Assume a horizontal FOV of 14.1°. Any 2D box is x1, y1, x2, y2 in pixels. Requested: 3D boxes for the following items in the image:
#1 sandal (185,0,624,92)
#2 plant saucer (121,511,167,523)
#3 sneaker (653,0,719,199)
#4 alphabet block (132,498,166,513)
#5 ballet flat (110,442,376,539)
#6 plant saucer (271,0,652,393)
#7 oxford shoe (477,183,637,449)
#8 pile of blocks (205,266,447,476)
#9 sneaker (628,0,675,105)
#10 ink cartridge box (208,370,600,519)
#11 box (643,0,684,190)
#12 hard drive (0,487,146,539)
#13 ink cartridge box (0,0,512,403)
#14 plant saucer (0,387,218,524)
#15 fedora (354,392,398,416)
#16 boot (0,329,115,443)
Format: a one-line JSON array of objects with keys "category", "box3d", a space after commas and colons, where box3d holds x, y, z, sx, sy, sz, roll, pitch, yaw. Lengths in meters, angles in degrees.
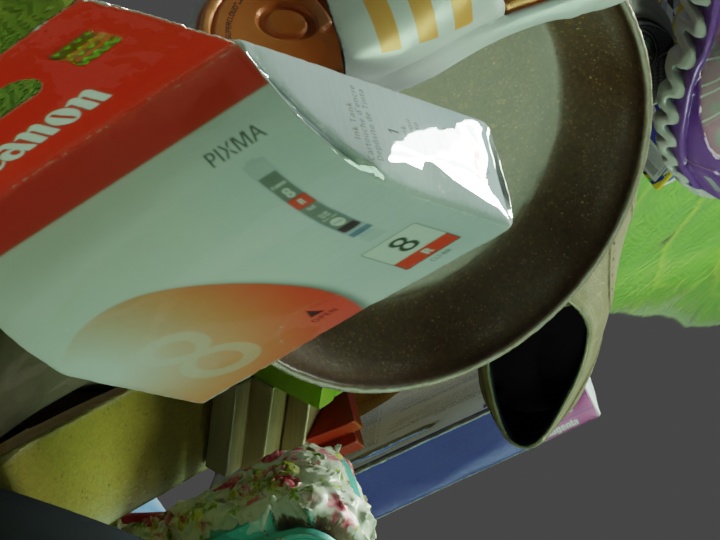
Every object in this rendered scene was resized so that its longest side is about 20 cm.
[{"category": "sandal", "box3d": [0.029, -0.118, 1.030, 0.206, 0.079, 0.059, -22, 141, -26]}, {"category": "plant saucer", "box3d": [-0.067, 0.158, 1.412, 0.199, 0.037, 0.199, -1, -169, -29]}, {"category": "sneaker", "box3d": [0.190, -0.099, 1.325, 0.080, 0.088, 0.201, -42, 148, -32]}, {"category": "alphabet block", "box3d": [-0.178, 0.252, 1.516, 0.196, 0.196, 0.200, -17, 156, -50]}, {"category": "ballet flat", "box3d": [-0.079, 0.125, 1.195, 0.199, 0.076, 0.064, -20, -144, 20]}, {"category": "plant saucer", "box3d": [0.019, -0.050, 1.129, 0.199, 0.037, 0.202, -11, 118, -21]}, {"category": "oxford shoe", "box3d": [0.084, -0.020, 1.215, 0.075, 0.070, 0.201, -82, 174, -64]}, {"category": "pile of blocks", "box3d": [0.000, 0.000, 1.194, 0.082, 0.062, 0.201, 4, 108, -63]}, {"category": "sneaker", "box3d": [0.099, -0.082, 1.333, 0.081, 0.075, 0.200, -42, 166, 23]}, {"category": "ink cartridge box", "box3d": [0.019, 0.086, 1.396, 0.195, 0.044, 0.200, -25, -171, 6]}, {"category": "box", "box3d": [0.191, -0.124, 1.446, 0.070, 0.064, 0.200, -28, 165, -31]}, {"category": "hard drive", "box3d": [-0.168, 0.121, 1.106, 0.135, 0.199, 0.043, 96, 10, -56]}, {"category": "ink cartridge box", "box3d": [-0.069, -0.017, 0.980, 0.162, 0.050, 0.199, -30, 155, 34]}, {"category": "plant saucer", "box3d": [-0.144, 0.096, 1.229, 0.199, 0.049, 0.200, -25, -178, 38]}, {"category": "fedora", "box3d": [-0.010, 0.019, 1.378, 0.200, 0.082, 0.201, -34, 166, -9]}, {"category": "boot", "box3d": [-0.118, 0.010, 1.118, 0.146, 0.070, 0.200, -39, 172, -2]}]
